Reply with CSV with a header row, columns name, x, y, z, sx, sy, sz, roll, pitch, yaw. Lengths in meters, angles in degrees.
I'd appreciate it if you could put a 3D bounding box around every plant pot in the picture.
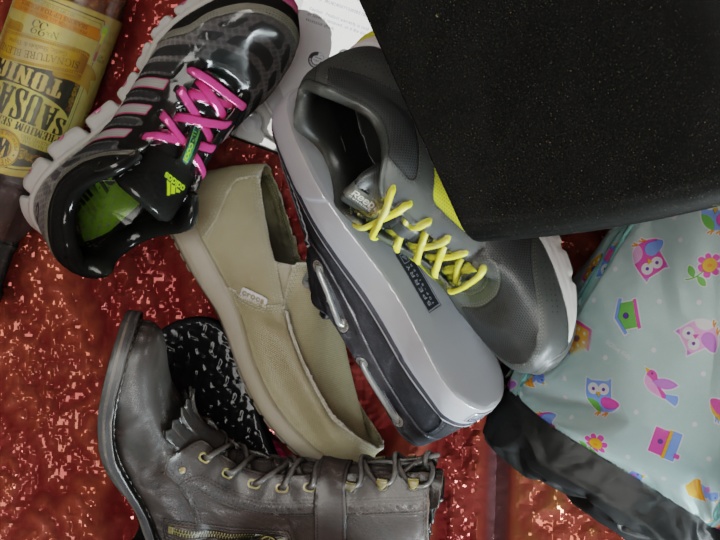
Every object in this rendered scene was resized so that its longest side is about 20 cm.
name,x,y,z,sx,sy,sz,roll,pitch,yaw
plant pot,0.119,-0.115,0.958,0.177,0.199,0.201,-25,91,27

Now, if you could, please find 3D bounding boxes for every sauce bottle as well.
name,x,y,z,sx,sy,sz,roll,pitch,yaw
sauce bottle,-0.192,-0.075,1.171,0.066,0.066,0.201,19,93,8

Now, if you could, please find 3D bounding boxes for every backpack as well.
name,x,y,z,sx,sy,sz,roll,pitch,yaw
backpack,0.174,0.043,1.080,0.167,0.127,0.200,31,99,6

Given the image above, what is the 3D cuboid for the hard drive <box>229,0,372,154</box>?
name,x,y,z,sx,sy,sz,roll,pitch,yaw
hard drive,0.011,-0.150,1.154,0.139,0.038,0.201,21,92,8

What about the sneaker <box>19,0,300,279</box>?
name,x,y,z,sx,sy,sz,roll,pitch,yaw
sneaker,-0.102,-0.068,1.101,0.200,0.088,0.074,-42,128,15

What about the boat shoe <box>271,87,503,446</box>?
name,x,y,z,sx,sy,sz,roll,pitch,yaw
boat shoe,0.000,0.000,1.095,0.068,0.072,0.200,-33,87,37

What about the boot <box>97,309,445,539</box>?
name,x,y,z,sx,sy,sz,roll,pitch,yaw
boot,-0.042,0.108,1.088,0.173,0.069,0.201,-3,117,9

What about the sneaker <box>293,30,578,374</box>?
name,x,y,z,sx,sy,sz,roll,pitch,yaw
sneaker,0.031,-0.027,1.045,0.200,0.085,0.074,56,135,11

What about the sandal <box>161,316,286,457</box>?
name,x,y,z,sx,sy,sz,roll,pitch,yaw
sandal,-0.067,0.123,1.162,0.075,0.045,0.201,-17,85,9

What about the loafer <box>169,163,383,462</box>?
name,x,y,z,sx,sy,sz,roll,pitch,yaw
loafer,-0.039,0.025,1.141,0.068,0.076,0.200,-32,85,13
